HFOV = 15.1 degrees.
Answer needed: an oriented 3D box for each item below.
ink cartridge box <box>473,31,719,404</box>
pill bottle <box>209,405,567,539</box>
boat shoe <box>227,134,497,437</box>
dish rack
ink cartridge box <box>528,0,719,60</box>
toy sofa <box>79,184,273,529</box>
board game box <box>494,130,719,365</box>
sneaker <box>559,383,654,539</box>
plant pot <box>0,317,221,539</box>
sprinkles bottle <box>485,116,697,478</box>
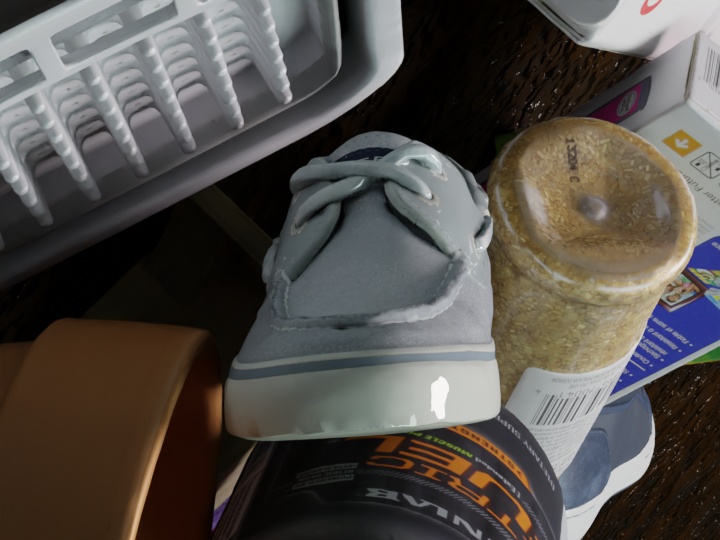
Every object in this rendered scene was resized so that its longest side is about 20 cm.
[{"bbox_3d":[0.080,-0.003,0.927,0.200,0.094,0.037,-34,-148,44],"label":"ink cartridge box"},{"bbox_3d":[0.003,0.102,0.748,0.106,0.106,0.200,-52,-176,14],"label":"pill bottle"},{"bbox_3d":[0.001,0.000,0.730,0.201,0.070,0.072,-59,144,-81],"label":"boat shoe"},{"bbox_3d":[-0.074,-0.048,0.662,0.171,0.044,0.200,-28,169,-3],"label":"dish rack"},{"bbox_3d":[0.125,-0.147,0.893,0.147,0.083,0.200,-53,158,17],"label":"ink cartridge box"},{"bbox_3d":[-0.087,0.073,0.879,0.200,0.083,0.098,-43,158,-10],"label":"toy sofa"},{"bbox_3d":[0.135,-0.017,0.976,0.030,0.096,0.199,-10,-179,-43],"label":"board game box"},{"bbox_3d":[0.100,0.021,1.154,0.202,0.076,0.147,-50,156,-71],"label":"sneaker"},{"bbox_3d":[-0.122,0.102,0.716,0.200,0.139,0.201,10,90,-86],"label":"plant pot"},{"bbox_3d":[0.050,0.033,0.901,0.068,0.068,0.200,-33,160,-32],"label":"sprinkles bottle"}]
